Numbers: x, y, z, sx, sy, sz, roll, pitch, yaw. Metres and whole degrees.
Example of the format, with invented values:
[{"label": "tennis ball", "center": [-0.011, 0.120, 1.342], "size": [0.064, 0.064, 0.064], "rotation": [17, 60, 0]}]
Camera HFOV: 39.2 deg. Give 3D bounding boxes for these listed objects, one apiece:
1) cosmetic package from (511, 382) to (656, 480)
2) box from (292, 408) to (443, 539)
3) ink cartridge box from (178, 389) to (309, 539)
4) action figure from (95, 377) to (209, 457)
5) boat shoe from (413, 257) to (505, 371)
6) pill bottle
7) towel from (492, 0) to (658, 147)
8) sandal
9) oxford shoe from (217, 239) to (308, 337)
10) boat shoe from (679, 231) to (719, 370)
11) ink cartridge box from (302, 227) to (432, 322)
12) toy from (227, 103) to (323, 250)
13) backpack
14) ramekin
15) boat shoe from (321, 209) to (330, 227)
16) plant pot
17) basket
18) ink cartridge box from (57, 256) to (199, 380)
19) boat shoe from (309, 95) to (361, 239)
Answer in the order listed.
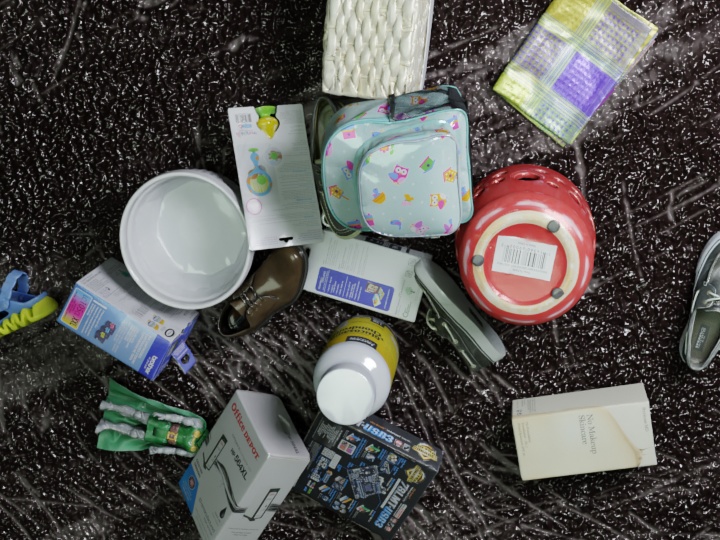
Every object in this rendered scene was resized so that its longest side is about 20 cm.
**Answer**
[{"label": "cosmetic package", "center": [0.327, 0.238, 1.490], "size": [0.197, 0.073, 0.105], "rotation": [-10, 103, 13]}, {"label": "box", "center": [0.000, 0.301, 1.538], "size": [0.196, 0.050, 0.201], "rotation": [26, 131, 0]}, {"label": "ink cartridge box", "center": [-0.180, 0.305, 1.541], "size": [0.084, 0.146, 0.201], "rotation": [14, 117, -39]}, {"label": "action figure", "center": [-0.319, 0.253, 1.610], "size": [0.197, 0.055, 0.120], "rotation": [13, 104, 1]}, {"label": "boat shoe", "center": [0.130, 0.070, 1.463], "size": [0.063, 0.071, 0.200], "rotation": [-33, 111, 20]}, {"label": "pill bottle", "center": [-0.007, 0.144, 1.449], "size": [0.110, 0.200, 0.114], "rotation": [2, 105, 7]}, {"label": "towel", "center": [0.290, -0.287, 1.376], "size": [0.143, 0.023, 0.201], "rotation": [37, 107, -3]}, {"label": "sandal", "center": [-0.575, 0.063, 1.589], "size": [0.198, 0.080, 0.088], "rotation": [-25, 97, 6]}, {"label": "oxford shoe", "center": [-0.143, 0.036, 1.475], "size": [0.073, 0.084, 0.201], "rotation": [46, 123, 11]}, {"label": "boat shoe", "center": [0.499, 0.047, 1.409], "size": [0.071, 0.071, 0.203], "rotation": [11, 106, 6]}, {"label": "ink cartridge box", "center": [0.000, 0.000, 1.494], "size": [0.197, 0.039, 0.101], "rotation": [17, 107, 3]}, {"label": "toy", "center": [-0.125, -0.132, 1.444], "size": [0.113, 0.047, 0.204], "rotation": [-7, 88, -25]}, {"label": "backpack", "center": [0.044, -0.131, 1.301], "size": [0.196, 0.154, 0.178], "rotation": [-2, 123, 8]}, {"label": "ramekin", "center": [-0.242, -0.054, 1.483], "size": [0.197, 0.105, 0.204], "rotation": [2, 106, 8]}, {"label": "boat shoe", "center": [0.035, -0.104, 1.443], "size": [0.198, 0.069, 0.072], "rotation": [-25, 101, 15]}, {"label": "plant pot", "center": [0.223, -0.029, 1.378], "size": [0.197, 0.183, 0.204], "rotation": [3, 108, 9]}, {"label": "basket", "center": [0.023, -0.327, 1.355], "size": [0.133, 0.123, 0.203], "rotation": [8, 107, 8]}, {"label": "ink cartridge box", "center": [-0.331, 0.078, 1.517], "size": [0.198, 0.137, 0.077], "rotation": [31, 110, 0]}, {"label": "boat shoe", "center": [-0.039, -0.146, 1.408], "size": [0.071, 0.066, 0.204], "rotation": [-12, 76, 20]}]
